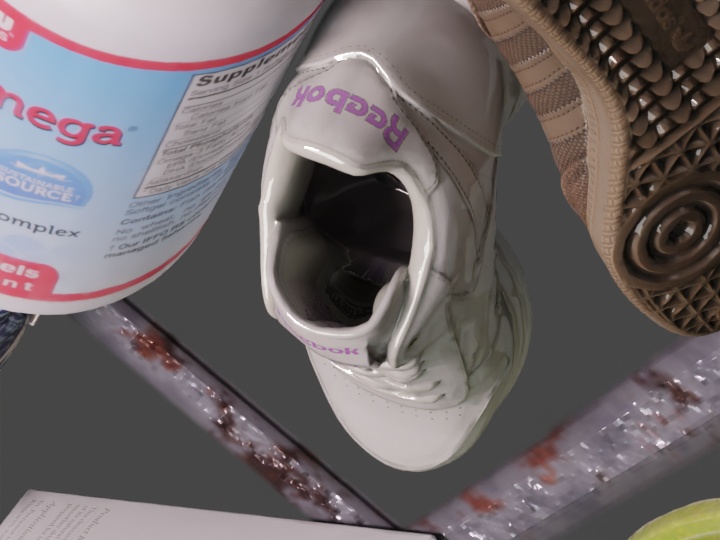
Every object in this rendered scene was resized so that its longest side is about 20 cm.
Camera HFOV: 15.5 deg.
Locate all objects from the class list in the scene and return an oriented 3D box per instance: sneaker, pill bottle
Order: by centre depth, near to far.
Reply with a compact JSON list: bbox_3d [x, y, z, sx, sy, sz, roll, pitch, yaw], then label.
[{"bbox_3d":[0.064,-0.064,0.640,0.076,0.070,0.200,59,179,40],"label":"sneaker"},{"bbox_3d":[-0.065,-0.079,0.677,0.109,0.109,0.200,34,145,2],"label":"pill bottle"},{"bbox_3d":[0.000,0.000,0.725,0.075,0.100,0.200,19,143,17],"label":"sneaker"}]

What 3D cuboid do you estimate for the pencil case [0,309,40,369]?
[{"bbox_3d":[-0.153,0.024,0.897,0.089,0.078,0.200,21,146,-7],"label":"pencil case"}]

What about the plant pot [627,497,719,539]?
[{"bbox_3d":[0.124,0.201,0.780,0.200,0.184,0.200,22,142,18],"label":"plant pot"}]

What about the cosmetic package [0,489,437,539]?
[{"bbox_3d":[-0.061,0.148,0.937,0.200,0.113,0.081,5,134,39],"label":"cosmetic package"}]
